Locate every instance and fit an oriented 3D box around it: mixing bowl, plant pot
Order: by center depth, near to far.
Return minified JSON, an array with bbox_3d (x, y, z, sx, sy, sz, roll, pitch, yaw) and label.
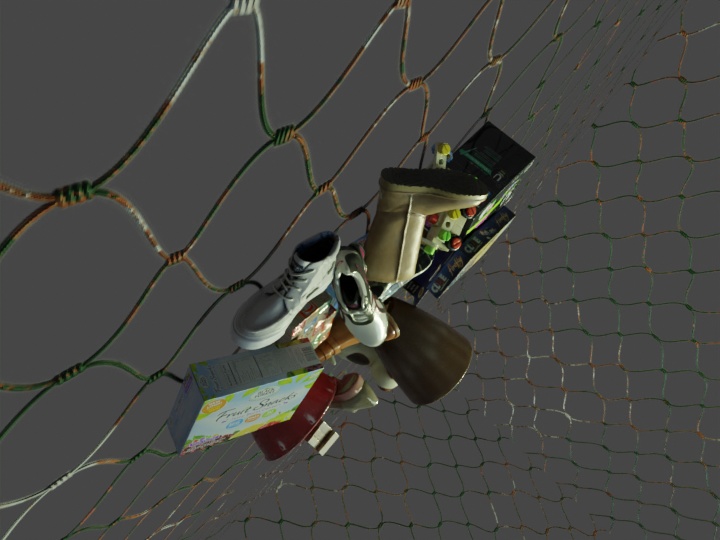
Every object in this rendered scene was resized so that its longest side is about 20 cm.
[{"bbox_3d":[-0.151,0.249,1.097,0.200,0.108,0.200,-43,-168,12],"label":"mixing bowl"},{"bbox_3d":[0.107,0.156,1.242,0.187,0.200,0.187,-41,-161,18],"label":"plant pot"}]

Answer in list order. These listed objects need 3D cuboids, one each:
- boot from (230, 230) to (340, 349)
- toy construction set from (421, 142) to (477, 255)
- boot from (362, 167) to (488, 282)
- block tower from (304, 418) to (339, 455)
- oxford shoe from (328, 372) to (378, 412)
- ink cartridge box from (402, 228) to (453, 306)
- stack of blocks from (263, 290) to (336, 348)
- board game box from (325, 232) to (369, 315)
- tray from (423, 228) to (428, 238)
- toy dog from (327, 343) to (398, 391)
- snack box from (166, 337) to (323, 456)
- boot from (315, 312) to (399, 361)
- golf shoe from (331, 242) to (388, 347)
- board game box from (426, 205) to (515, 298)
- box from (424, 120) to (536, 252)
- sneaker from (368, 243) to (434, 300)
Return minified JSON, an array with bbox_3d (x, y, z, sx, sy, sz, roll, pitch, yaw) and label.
[{"bbox_3d":[-0.100,0.016,0.779,0.200,0.073,0.096,-47,164,-44],"label":"boot"},{"bbox_3d":[0.126,-0.106,0.980,0.131,0.092,0.200,28,100,-31],"label":"toy construction set"},{"bbox_3d":[0.093,-0.066,0.913,0.066,0.174,0.201,-85,-176,-47],"label":"boot"},{"bbox_3d":[-0.132,0.309,1.215,0.054,0.200,0.058,-48,132,-15],"label":"block tower"},{"bbox_3d":[-0.039,0.256,1.134,0.071,0.074,0.200,-54,-165,-28],"label":"oxford shoe"},{"bbox_3d":[0.160,-0.045,1.289,0.200,0.040,0.200,-58,-170,36],"label":"ink cartridge box"},{"bbox_3d":[-0.101,0.089,0.972,0.115,0.059,0.200,-41,165,-28],"label":"stack of blocks"},{"bbox_3d":[0.000,0.000,1.086,0.151,0.037,0.200,-35,160,-44],"label":"board game box"},{"bbox_3d":[0.070,0.005,1.199,0.200,0.037,0.099,-52,172,-16],"label":"tray"},{"bbox_3d":[0.034,0.195,1.391,0.194,0.200,0.140,-33,160,-47],"label":"toy dog"},{"bbox_3d":[-0.179,0.192,0.882,0.199,0.068,0.169,-10,145,-40],"label":"snack box"},{"bbox_3d":[-0.035,0.128,1.100,0.155,0.199,0.077,-33,119,-33],"label":"boot"},{"bbox_3d":[-0.009,0.055,0.922,0.077,0.201,0.088,-15,-152,12],"label":"golf shoe"},{"bbox_3d":[0.224,-0.038,1.159,0.200,0.035,0.136,-38,166,-41],"label":"board game box"},{"bbox_3d":[0.220,-0.162,1.131,0.200,0.124,0.149,-44,166,-20],"label":"box"},{"bbox_3d":[0.045,0.009,1.044,0.200,0.078,0.086,-33,167,-15],"label":"sneaker"}]
